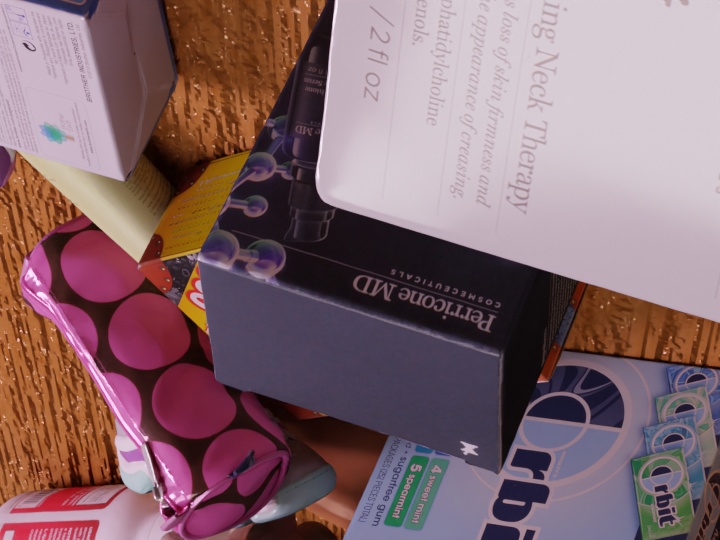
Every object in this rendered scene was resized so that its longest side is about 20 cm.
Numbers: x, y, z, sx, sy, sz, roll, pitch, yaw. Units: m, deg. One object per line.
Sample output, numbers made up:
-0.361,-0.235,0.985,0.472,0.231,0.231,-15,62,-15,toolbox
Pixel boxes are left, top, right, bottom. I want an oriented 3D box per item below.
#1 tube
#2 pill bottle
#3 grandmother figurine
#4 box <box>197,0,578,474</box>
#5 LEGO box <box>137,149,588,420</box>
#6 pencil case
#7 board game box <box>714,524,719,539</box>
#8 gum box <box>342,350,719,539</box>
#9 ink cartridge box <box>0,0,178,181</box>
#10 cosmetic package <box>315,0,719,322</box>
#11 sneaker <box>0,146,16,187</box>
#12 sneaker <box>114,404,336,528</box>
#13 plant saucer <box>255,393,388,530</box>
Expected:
-0.120,-0.026,1.366,0.200,0.058,0.052,45,153,-27,tube
-0.176,0.211,1.712,0.199,0.113,0.112,-8,136,43,pill bottle
-0.064,0.182,1.426,0.120,0.061,0.200,10,-174,1,grandmother figurine
0.031,-0.032,1.114,0.147,0.201,0.107,17,148,13,box
0.000,0.000,1.303,0.199,0.077,0.149,-12,132,46,LEGO box
-0.124,0.058,1.382,0.200,0.093,0.091,53,146,21,pencil case
0.139,0.123,1.361,0.199,0.105,0.024,4,145,30,board game box
0.104,0.124,1.325,0.199,0.171,0.045,7,144,29,gum box
-0.207,-0.138,1.246,0.199,0.077,0.137,15,147,15,ink cartridge box
0.107,-0.108,0.942,0.199,0.167,0.168,17,130,13,cosmetic package
-0.295,-0.094,1.367,0.199,0.089,0.080,33,147,-14,sneaker
-0.100,0.076,1.460,0.199,0.077,0.141,6,114,48,sneaker
0.005,0.118,1.518,0.199,0.038,0.201,19,149,12,plant saucer
